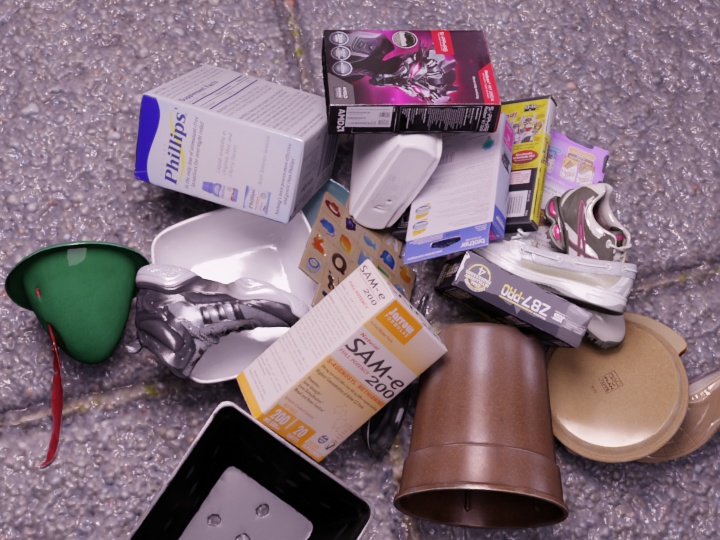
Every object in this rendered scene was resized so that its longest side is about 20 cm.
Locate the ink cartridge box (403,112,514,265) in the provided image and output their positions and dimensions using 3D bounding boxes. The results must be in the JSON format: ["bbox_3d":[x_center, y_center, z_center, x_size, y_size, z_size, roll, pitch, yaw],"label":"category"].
[{"bbox_3d":[0.120,-0.092,1.140,0.118,0.042,0.202,-13,48,31],"label":"ink cartridge box"}]

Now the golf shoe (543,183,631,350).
[{"bbox_3d":[0.288,-0.006,1.146,0.076,0.088,0.203,-9,79,-42],"label":"golf shoe"}]

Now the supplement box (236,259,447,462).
[{"bbox_3d":[-0.019,0.103,1.042,0.200,0.126,0.074,-42,43,6],"label":"supplement box"}]

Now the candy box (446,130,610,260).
[{"bbox_3d":[0.222,-0.086,1.250,0.165,0.072,0.203,20,71,-3],"label":"candy box"}]

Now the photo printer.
[{"bbox_3d":[0.044,-0.178,1.184,0.068,0.167,0.203,16,54,-17],"label":"photo printer"}]

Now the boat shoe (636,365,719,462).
[{"bbox_3d":[0.422,0.179,1.206,0.198,0.065,0.073,-33,88,2],"label":"boat shoe"}]

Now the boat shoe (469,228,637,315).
[{"bbox_3d":[0.222,-0.009,1.112,0.199,0.074,0.066,21,86,18],"label":"boat shoe"}]

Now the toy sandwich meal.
[{"bbox_3d":[0.315,0.147,1.181,0.202,0.070,0.208,-7,61,13],"label":"toy sandwich meal"}]

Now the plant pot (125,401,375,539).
[{"bbox_3d":[-0.126,0.293,1.024,0.198,0.178,0.201,34,70,3],"label":"plant pot"}]

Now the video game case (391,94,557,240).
[{"bbox_3d":[0.144,-0.129,1.206,0.197,0.025,0.183,-3,63,34],"label":"video game case"}]

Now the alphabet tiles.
[{"bbox_3d":[0.000,0.000,1.158,0.166,0.006,0.202,41,42,-23],"label":"alphabet tiles"}]

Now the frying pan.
[{"bbox_3d":[0.034,0.127,1.117,0.031,0.115,0.193,15,111,25],"label":"frying pan"}]

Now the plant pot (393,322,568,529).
[{"bbox_3d":[0.141,0.180,1.101,0.197,0.201,0.201,8,65,-7],"label":"plant pot"}]

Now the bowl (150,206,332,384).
[{"bbox_3d":[-0.138,0.028,1.129,0.197,0.075,0.203,-16,77,-12],"label":"bowl"}]

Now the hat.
[{"bbox_3d":[-0.303,0.091,1.056,0.163,0.201,0.179,-10,65,-10],"label":"hat"}]

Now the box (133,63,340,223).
[{"bbox_3d":[-0.141,-0.157,1.134,0.197,0.184,0.106,17,115,8],"label":"box"}]

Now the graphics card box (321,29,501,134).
[{"bbox_3d":[0.055,-0.218,1.085,0.196,0.051,0.127,-1,55,-5],"label":"graphics card box"}]

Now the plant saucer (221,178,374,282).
[{"bbox_3d":[-0.079,-0.029,1.208,0.196,0.027,0.204,2,74,-8],"label":"plant saucer"}]

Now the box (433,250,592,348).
[{"bbox_3d":[0.176,0.036,1.137,0.159,0.200,0.050,26,86,-1],"label":"box"}]

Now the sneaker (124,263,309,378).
[{"bbox_3d":[-0.159,0.066,1.039,0.197,0.076,0.116,11,72,1],"label":"sneaker"}]
